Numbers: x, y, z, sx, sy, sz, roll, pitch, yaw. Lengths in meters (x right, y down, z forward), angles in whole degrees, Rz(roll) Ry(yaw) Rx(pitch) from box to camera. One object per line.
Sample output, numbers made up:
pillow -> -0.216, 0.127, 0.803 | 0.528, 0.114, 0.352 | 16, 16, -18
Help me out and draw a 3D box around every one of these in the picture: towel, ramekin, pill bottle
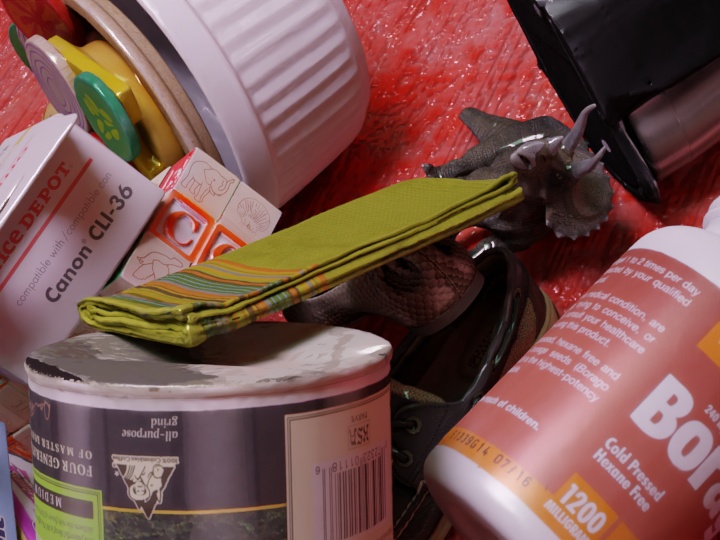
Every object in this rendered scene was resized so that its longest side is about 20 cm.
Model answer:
towel -> -0.023, -0.011, 0.718 | 0.199, 0.018, 0.086 | -23, 20, -38
ramekin -> -0.083, -0.128, 0.949 | 0.105, 0.201, 0.200 | -35, 40, -19
pill bottle -> 0.131, 0.055, 0.701 | 0.200, 0.112, 0.112 | -45, 43, -11

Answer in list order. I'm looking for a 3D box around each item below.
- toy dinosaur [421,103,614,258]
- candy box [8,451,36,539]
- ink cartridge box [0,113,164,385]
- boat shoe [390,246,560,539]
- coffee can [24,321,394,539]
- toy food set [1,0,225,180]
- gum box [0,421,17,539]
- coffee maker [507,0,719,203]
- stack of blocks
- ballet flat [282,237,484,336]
toy dinosaur -> 0.085, -0.047, 0.864 | 0.102, 0.077, 0.200 | -20, 11, 10
candy box -> -0.198, 0.200, 0.762 | 0.201, 0.061, 0.136 | -53, 40, 5
ink cartridge box -> -0.167, -0.009, 0.808 | 0.117, 0.067, 0.200 | -58, 17, -11
boat shoe -> 0.024, 0.073, 0.785 | 0.073, 0.065, 0.201 | 13, 59, 39
coffee can -> -0.057, 0.130, 0.649 | 0.145, 0.202, 0.146 | -1, 7, 0
toy food set -> -0.141, -0.081, 0.932 | 0.049, 0.199, 0.200 | -35, 43, -18
gum box -> -0.229, 0.181, 0.723 | 0.200, 0.044, 0.171 | -42, 41, 21
coffee maker -> 0.179, -0.160, 0.810 | 0.199, 0.192, 0.135 | -33, 46, 1
stack of blocks -> -0.134, 0.026, 0.866 | 0.200, 0.058, 0.116 | -29, 30, 52
ballet flat -> 0.000, 0.000, 0.831 | 0.067, 0.046, 0.200 | -48, 17, -13
